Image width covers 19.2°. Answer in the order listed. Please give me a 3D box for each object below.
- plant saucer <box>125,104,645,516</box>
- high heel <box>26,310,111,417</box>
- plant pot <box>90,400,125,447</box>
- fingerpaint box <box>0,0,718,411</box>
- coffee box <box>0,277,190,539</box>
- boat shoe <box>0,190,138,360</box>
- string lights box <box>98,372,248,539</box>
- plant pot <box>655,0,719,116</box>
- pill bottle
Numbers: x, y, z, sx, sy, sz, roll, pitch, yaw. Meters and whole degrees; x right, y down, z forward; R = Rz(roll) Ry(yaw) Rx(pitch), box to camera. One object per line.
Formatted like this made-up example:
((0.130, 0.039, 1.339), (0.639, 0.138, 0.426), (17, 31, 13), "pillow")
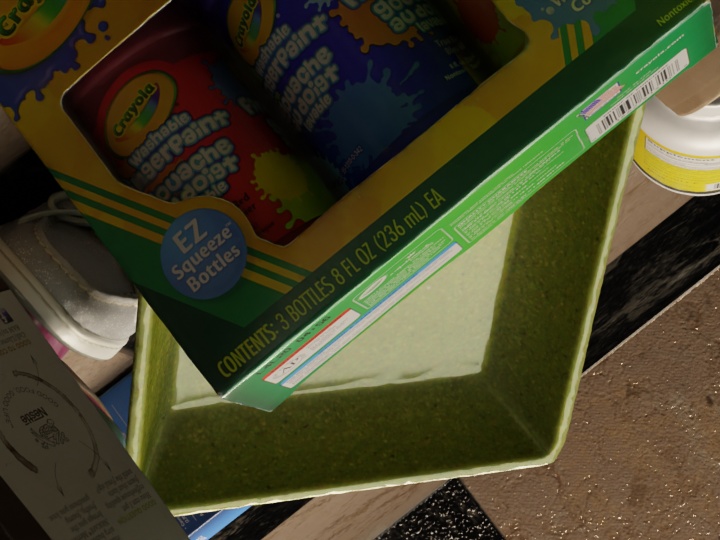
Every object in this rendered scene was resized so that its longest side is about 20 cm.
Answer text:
((0.000, 0.000, 0.860), (0.200, 0.048, 0.200), (-6, 127, -21), "plant saucer")
((-0.174, 0.074, 1.049), (0.096, 0.067, 0.200), (-43, 157, -28), "high heel")
((-0.205, 0.109, 0.831), (0.200, 0.196, 0.196), (-45, 174, -32), "plant pot")
((-0.011, -0.081, 0.709), (0.200, 0.167, 0.073), (-38, 167, 5), "fingerpaint box")
((-0.161, 0.052, 0.685), (0.114, 0.200, 0.080), (-44, 167, 24), "coffee box")
((-0.104, -0.010, 0.944), (0.065, 0.074, 0.202), (-47, 170, 13), "boat shoe")
((-0.114, 0.111, 1.279), (0.200, 0.103, 0.059), (-37, 168, -1), "string lights box")
((0.185, -0.179, 1.028), (0.201, 0.093, 0.201), (-51, -175, 6), "plant pot")
((0.222, -0.120, 1.380), (0.111, 0.111, 0.200), (-38, 168, -1), "pill bottle")
